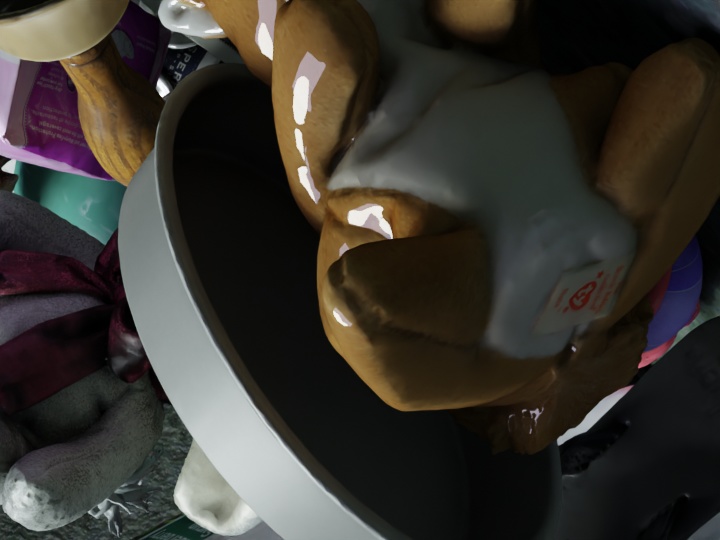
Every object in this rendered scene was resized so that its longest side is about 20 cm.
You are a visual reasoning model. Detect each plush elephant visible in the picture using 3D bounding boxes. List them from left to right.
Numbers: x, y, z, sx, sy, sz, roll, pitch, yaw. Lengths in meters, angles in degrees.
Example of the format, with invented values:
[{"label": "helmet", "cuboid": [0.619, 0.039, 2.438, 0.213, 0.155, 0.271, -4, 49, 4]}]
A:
[{"label": "plush elephant", "cuboid": [-0.092, 0.026, 1.218, 0.200, 0.154, 0.165, 43, -153, -45]}]

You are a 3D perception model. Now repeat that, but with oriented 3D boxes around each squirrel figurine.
[{"label": "squirrel figurine", "cuboid": [0.016, -0.044, 0.973, 0.187, 0.141, 0.200, 48, 172, 30]}]

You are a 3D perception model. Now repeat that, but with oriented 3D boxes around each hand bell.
[{"label": "hand bell", "cuboid": [-0.096, -0.079, 1.046, 0.104, 0.104, 0.200, 41, 168, 26]}]

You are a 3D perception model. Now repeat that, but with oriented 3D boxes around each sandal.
[{"label": "sandal", "cuboid": [0.079, 0.094, 1.080, 0.075, 0.200, 0.045, 45, -170, 17]}]

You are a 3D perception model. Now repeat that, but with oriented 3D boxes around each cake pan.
[{"label": "cake pan", "cuboid": [-0.009, 0.023, 1.014, 0.200, 0.037, 0.201, 40, -150, -29]}]

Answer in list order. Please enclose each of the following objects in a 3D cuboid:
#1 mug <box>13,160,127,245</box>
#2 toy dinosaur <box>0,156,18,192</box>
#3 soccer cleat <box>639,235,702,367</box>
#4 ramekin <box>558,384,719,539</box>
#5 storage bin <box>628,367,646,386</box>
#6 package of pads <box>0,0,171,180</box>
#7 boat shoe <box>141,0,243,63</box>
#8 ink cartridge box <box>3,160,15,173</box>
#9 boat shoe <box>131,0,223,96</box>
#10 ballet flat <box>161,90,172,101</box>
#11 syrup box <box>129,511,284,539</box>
[{"label": "mug", "cuboid": [-0.069, -0.033, 1.369, 0.185, 0.115, 0.152, 20, -168, -41]}, {"label": "toy dinosaur", "cuboid": [-0.173, -0.108, 1.320, 0.085, 0.201, 0.136, 10, 150, 6]}, {"label": "soccer cleat", "cuboid": [0.097, 0.007, 1.110, 0.076, 0.067, 0.200, 16, 173, -13]}, {"label": "ramekin", "cuboid": [0.132, 0.149, 1.131, 0.200, 0.201, 0.098, 38, 178, 40]}, {"label": "storage bin", "cuboid": [0.094, 0.139, 1.372, 0.135, 0.093, 0.201, 16, 129, 64]}, {"label": "package of pads", "cuboid": [-0.185, -0.099, 1.159, 0.199, 0.076, 0.120, 19, 180, 20]}, {"label": "boat shoe", "cuboid": [-0.030, -0.106, 1.163, 0.072, 0.061, 0.201, -5, -138, -49]}, {"label": "ink cartridge box", "cuboid": [-0.153, -0.099, 1.547, 0.116, 0.200, 0.067, 48, -154, -19]}, {"label": "boat shoe", "cuboid": [-0.070, -0.091, 1.230, 0.199, 0.074, 0.065, 20, -165, -13]}, {"label": "ballet flat", "cuboid": [0.000, 0.000, 1.145, 0.200, 0.068, 0.067, 48, -153, 10]}, {"label": "syrup box", "cuboid": [-0.042, 0.135, 1.275, 0.082, 0.199, 0.079, 66, 160, -8]}]
